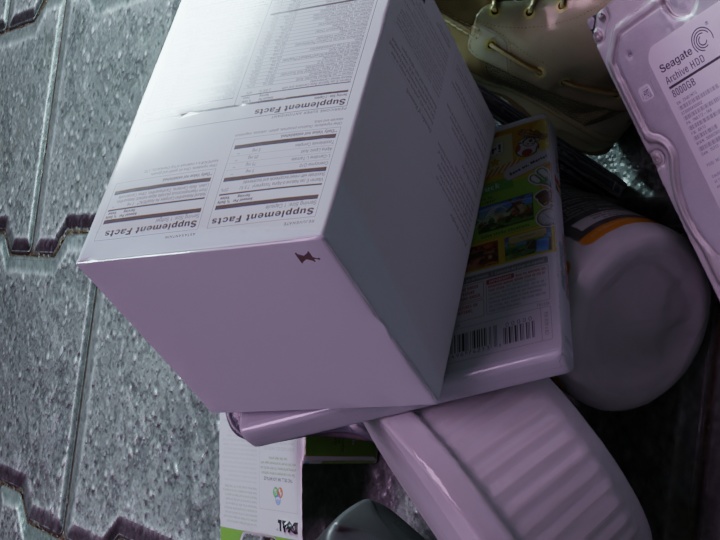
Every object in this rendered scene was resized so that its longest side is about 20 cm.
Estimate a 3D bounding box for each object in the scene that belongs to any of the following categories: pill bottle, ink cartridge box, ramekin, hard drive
[{"bbox_3d":[0.118,0.002,0.906,0.200,0.116,0.117,33,110,57],"label":"pill bottle"},{"bbox_3d":[-0.054,0.156,1.181,0.147,0.075,0.202,-7,82,57],"label":"ink cartridge box"},{"bbox_3d":[0.091,0.132,0.858,0.094,0.203,0.202,-35,37,-8],"label":"ramekin"},{"bbox_3d":[0.218,-0.083,0.772,0.139,0.038,0.201,-32,79,50],"label":"hard drive"}]

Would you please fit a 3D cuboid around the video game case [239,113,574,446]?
[{"bbox_3d":[0.025,0.004,0.845,0.199,0.023,0.183,-16,48,21],"label":"video game case"}]

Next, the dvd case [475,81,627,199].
[{"bbox_3d":[0.070,-0.101,0.979,0.200,0.148,0.016,21,84,57],"label":"dvd case"}]

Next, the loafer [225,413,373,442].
[{"bbox_3d":[0.000,0.095,1.061,0.198,0.063,0.073,-3,88,17],"label":"loafer"}]

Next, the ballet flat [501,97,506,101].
[{"bbox_3d":[0.100,-0.158,1.012,0.200,0.068,0.069,-42,63,36],"label":"ballet flat"}]

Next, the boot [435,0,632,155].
[{"bbox_3d":[0.121,-0.173,0.878,0.156,0.199,0.073,-47,19,39],"label":"boot"}]

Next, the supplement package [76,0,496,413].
[{"bbox_3d":[-0.031,-0.046,0.795,0.150,0.152,0.201,-5,52,27],"label":"supplement package"}]

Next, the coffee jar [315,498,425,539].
[{"bbox_3d":[-0.012,0.265,1.045,0.104,0.085,0.201,39,126,18],"label":"coffee jar"}]
